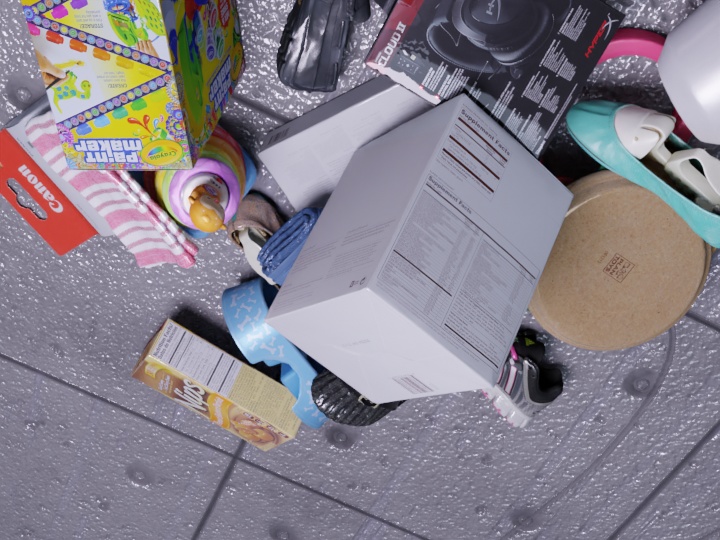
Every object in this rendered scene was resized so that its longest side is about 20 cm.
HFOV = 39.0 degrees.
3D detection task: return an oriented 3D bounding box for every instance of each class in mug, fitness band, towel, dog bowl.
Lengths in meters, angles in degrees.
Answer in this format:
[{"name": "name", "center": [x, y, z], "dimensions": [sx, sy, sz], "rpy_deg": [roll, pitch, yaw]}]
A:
[{"name": "mug", "center": [0.350, -0.171, 0.866], "dimensions": [0.152, 0.150, 0.187], "rpy_deg": [-30, 114, 29]}, {"name": "fitness band", "center": [0.240, -0.137, 0.986], "dimensions": [0.142, 0.038, 0.202], "rpy_deg": [23, 125, -3]}, {"name": "towel", "center": [0.000, 0.000, 1.064], "dimensions": [0.198, 0.049, 0.111], "rpy_deg": [26, 134, -29]}, {"name": "towel", "center": [-0.254, -0.077, 1.020], "dimensions": [0.200, 0.030, 0.146], "rpy_deg": [49, 159, -21]}, {"name": "dog bowl", "center": [-0.081, 0.090, 1.168], "dimensions": [0.049, 0.112, 0.201], "rpy_deg": [-31, 115, 15]}]

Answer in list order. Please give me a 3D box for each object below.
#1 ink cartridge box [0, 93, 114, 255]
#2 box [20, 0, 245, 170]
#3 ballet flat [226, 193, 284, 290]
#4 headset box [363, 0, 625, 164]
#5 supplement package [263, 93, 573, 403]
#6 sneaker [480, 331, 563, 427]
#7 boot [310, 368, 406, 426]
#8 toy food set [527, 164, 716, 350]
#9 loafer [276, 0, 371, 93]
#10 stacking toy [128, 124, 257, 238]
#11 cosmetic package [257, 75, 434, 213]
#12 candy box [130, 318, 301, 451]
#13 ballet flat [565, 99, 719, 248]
[{"name": "ink cartridge box", "center": [-0.323, -0.101, 1.114], "dimensions": [0.198, 0.057, 0.163], "rpy_deg": [-29, 116, 22]}, {"name": "box", "center": [-0.195, -0.224, 0.904], "dimensions": [0.119, 0.201, 0.195], "rpy_deg": [1, 127, 9]}, {"name": "ballet flat", "center": [-0.080, 0.005, 1.128], "dimensions": [0.068, 0.068, 0.200], "rpy_deg": [-32, 114, 29]}, {"name": "headset box", "center": [0.106, -0.210, 0.896], "dimensions": [0.198, 0.077, 0.150], "rpy_deg": [29, 105, -3]}, {"name": "supplement package", "center": [0.051, -0.010, 0.905], "dimensions": [0.146, 0.202, 0.190], "rpy_deg": [37, 154, -20]}, {"name": "sneaker", "center": [0.160, 0.091, 1.142], "dimensions": [0.087, 0.074, 0.200], "rpy_deg": [-32, 116, 24]}, {"name": "boot", "center": [-0.006, 0.088, 1.069], "dimensions": [0.157, 0.080, 0.210], "rpy_deg": [-28, 128, 36]}, {"name": "toy food set", "center": [0.247, -0.014, 0.994], "dimensions": [0.194, 0.049, 0.203], "rpy_deg": [15, 115, -9]}, {"name": "loafer", "center": [-0.021, -0.256, 0.936], "dimensions": [0.069, 0.069, 0.203], "rpy_deg": [9, 127, -20]}, {"name": "stacking toy", "center": [-0.156, -0.079, 0.988], "dimensions": [0.116, 0.200, 0.110], "rpy_deg": [41, 95, -21]}, {"name": "cosmetic package", "center": [0.017, -0.109, 1.037], "dimensions": [0.197, 0.052, 0.152], "rpy_deg": [-22, 117, 24]}, {"name": "candy box", "center": [-0.171, 0.142, 1.226], "dimensions": [0.198, 0.056, 0.115], "rpy_deg": [31, 153, -12]}, {"name": "ballet flat", "center": [0.278, -0.102, 0.913], "dimensions": [0.199, 0.067, 0.071], "rpy_deg": [39, 151, 5]}]
